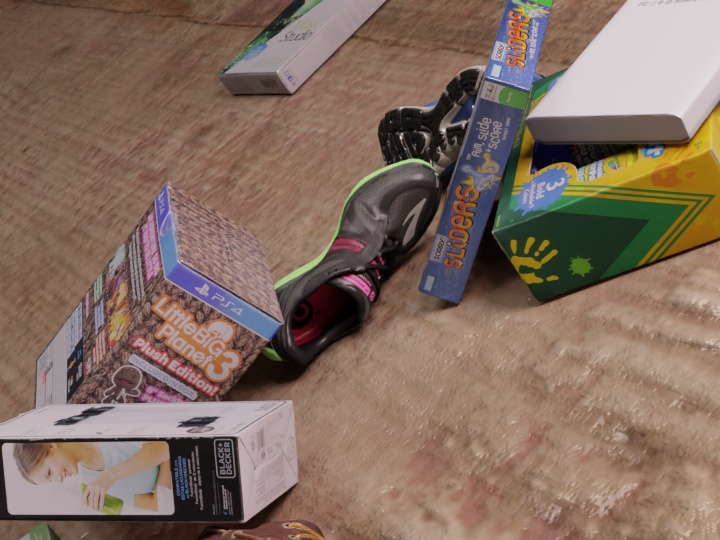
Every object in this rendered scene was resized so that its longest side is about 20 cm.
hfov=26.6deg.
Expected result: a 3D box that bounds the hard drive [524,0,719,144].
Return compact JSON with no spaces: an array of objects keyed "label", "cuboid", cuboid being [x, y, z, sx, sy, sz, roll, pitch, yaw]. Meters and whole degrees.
[{"label":"hard drive","cuboid":[0.221,-0.160,1.075,0.132,0.027,0.200,4,44,46]}]

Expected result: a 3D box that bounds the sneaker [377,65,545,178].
[{"label":"sneaker","cuboid":[0.089,-0.118,1.294,0.089,0.079,0.200,-10,-7,-36]}]

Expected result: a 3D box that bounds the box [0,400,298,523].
[{"label":"box","cuboid":[-0.155,0.131,1.056,0.200,0.060,0.117,-2,6,16]}]

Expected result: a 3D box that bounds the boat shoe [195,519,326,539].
[{"label":"boat shoe","cuboid":[-0.048,0.184,0.955,0.200,0.072,0.072,-14,35,50]}]

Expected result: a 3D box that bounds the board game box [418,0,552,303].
[{"label":"board game box","cuboid":[0.093,-0.093,1.130,0.135,0.034,0.200,-71,-3,-50]}]

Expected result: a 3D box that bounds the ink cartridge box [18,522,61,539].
[{"label":"ink cartridge box","cuboid":[-0.288,0.288,1.103,0.200,0.048,0.146,-35,26,-3]}]

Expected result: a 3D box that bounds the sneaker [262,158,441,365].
[{"label":"sneaker","cuboid":[0.000,0.000,1.203,0.200,0.077,0.084,-50,32,-1]}]

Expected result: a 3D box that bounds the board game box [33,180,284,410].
[{"label":"board game box","cuboid":[-0.166,0.058,1.208,0.200,0.097,0.160,-51,23,14]}]

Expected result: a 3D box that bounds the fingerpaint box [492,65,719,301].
[{"label":"fingerpaint box","cuboid":[0.194,-0.089,1.101,0.167,0.073,0.200,-21,30,28]}]

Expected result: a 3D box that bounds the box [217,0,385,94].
[{"label":"box","cuboid":[-0.061,-0.282,1.781,0.200,0.036,0.144,-46,28,-21]}]
